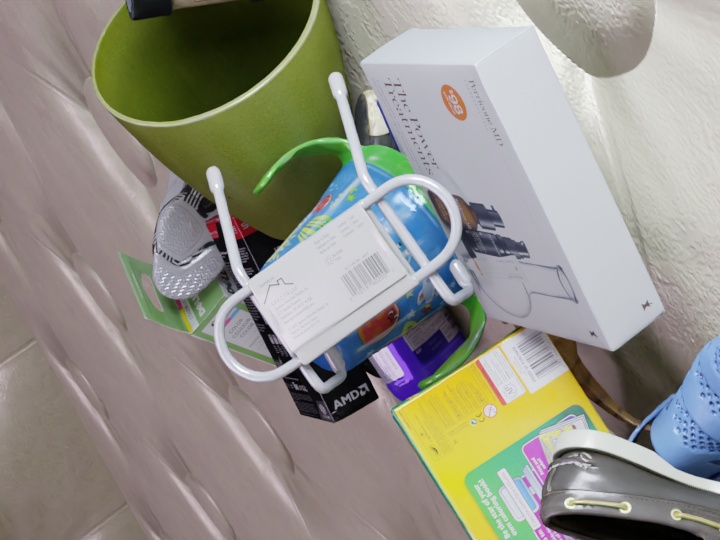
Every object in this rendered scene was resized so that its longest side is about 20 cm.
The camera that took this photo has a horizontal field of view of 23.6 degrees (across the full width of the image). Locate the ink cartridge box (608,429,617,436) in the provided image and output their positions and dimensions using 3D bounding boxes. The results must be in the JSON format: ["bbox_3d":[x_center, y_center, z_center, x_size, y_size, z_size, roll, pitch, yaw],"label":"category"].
[{"bbox_3d":[0.152,0.175,1.262,0.068,0.116,0.200,39,172,42],"label":"ink cartridge box"}]

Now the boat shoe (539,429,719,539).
[{"bbox_3d":[0.207,0.162,1.061,0.200,0.061,0.072,20,151,3],"label":"boat shoe"}]

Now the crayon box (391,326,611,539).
[{"bbox_3d":[0.122,0.148,1.170,0.200,0.118,0.058,58,177,7],"label":"crayon box"}]

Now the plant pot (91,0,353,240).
[{"bbox_3d":[-0.079,-0.119,1.343,0.187,0.187,0.200,37,166,43],"label":"plant pot"}]

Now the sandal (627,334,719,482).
[{"bbox_3d":[0.220,0.097,1.080,0.080,0.087,0.200,51,160,18],"label":"sandal"}]

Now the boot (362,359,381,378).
[{"bbox_3d":[-0.029,0.014,1.584,0.199,0.073,0.162,61,160,2],"label":"boot"}]

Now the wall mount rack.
[{"bbox_3d":[-0.024,-0.022,1.141,0.174,0.200,0.075,56,-157,1],"label":"wall mount rack"}]

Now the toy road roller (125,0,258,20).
[{"bbox_3d":[-0.124,-0.283,1.216,0.200,0.122,0.146,93,162,-49],"label":"toy road roller"}]

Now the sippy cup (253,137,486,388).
[{"bbox_3d":[0.000,0.000,1.253,0.178,0.130,0.140,36,156,32],"label":"sippy cup"}]

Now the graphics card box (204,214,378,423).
[{"bbox_3d":[-0.062,0.033,1.509,0.201,0.051,0.125,65,165,-5],"label":"graphics card box"}]

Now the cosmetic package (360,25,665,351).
[{"bbox_3d":[0.093,-0.054,1.075,0.151,0.052,0.201,11,132,62],"label":"cosmetic package"}]

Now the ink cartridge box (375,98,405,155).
[{"bbox_3d":[0.090,-0.072,1.183,0.200,0.039,0.100,24,145,55],"label":"ink cartridge box"}]

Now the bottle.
[{"bbox_3d":[0.011,0.010,1.455,0.065,0.084,0.200,-29,97,39],"label":"bottle"}]

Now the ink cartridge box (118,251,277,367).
[{"bbox_3d":[-0.126,0.023,1.657,0.199,0.059,0.104,22,-153,-39],"label":"ink cartridge box"}]

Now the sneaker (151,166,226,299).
[{"bbox_3d":[-0.150,-0.072,1.610,0.075,0.201,0.115,16,179,-15],"label":"sneaker"}]

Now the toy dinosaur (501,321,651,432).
[{"bbox_3d":[0.140,0.060,1.241,0.200,0.060,0.106,49,172,-9],"label":"toy dinosaur"}]

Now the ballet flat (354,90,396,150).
[{"bbox_3d":[0.033,-0.058,1.363,0.067,0.057,0.201,-103,-2,-55],"label":"ballet flat"}]
